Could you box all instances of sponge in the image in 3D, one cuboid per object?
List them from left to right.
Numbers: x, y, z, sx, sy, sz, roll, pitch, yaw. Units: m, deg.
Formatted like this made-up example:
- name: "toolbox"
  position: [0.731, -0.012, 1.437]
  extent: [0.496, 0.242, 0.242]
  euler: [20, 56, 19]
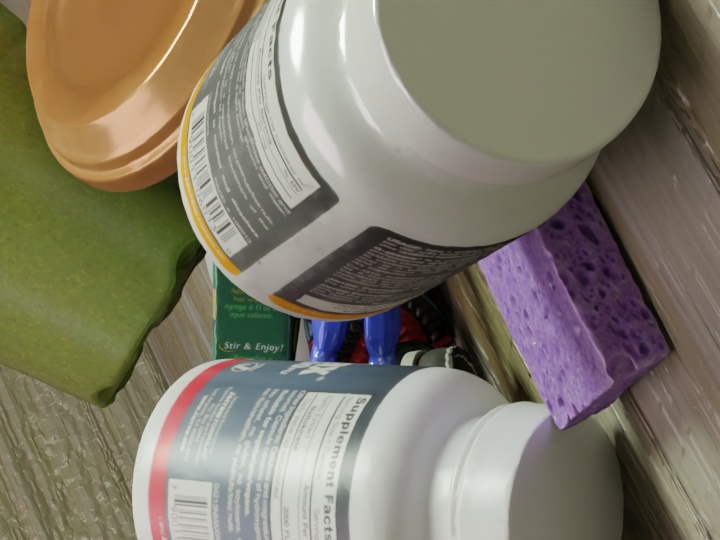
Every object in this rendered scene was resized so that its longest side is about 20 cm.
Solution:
- name: "sponge"
  position: [0.056, -0.039, 0.922]
  extent: [0.112, 0.030, 0.201]
  euler: [107, 139, -75]

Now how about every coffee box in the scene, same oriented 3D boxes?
- name: "coffee box"
  position: [-0.050, -0.043, 1.189]
  extent: [0.123, 0.044, 0.201]
  euler: [-85, -2, -57]

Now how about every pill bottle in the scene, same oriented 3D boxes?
- name: "pill bottle"
  position: [0.009, 0.101, 1.029]
  extent: [0.199, 0.120, 0.120]
  euler: [1, 121, 38]
- name: "pill bottle"
  position: [0.016, -0.056, 0.782]
  extent: [0.117, 0.116, 0.200]
  euler: [66, 157, 3]

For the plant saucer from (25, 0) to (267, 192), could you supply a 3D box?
- name: "plant saucer"
  position: [-0.101, -0.137, 1.119]
  extent: [0.037, 0.201, 0.200]
  euler: [21, -158, -36]

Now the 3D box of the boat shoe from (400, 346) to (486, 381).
- name: "boat shoe"
  position: [0.079, 0.124, 1.106]
  extent: [0.072, 0.060, 0.202]
  euler: [-9, -104, -62]

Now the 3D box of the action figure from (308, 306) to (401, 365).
- name: "action figure"
  position: [0.000, 0.000, 1.155]
  extent: [0.099, 0.065, 0.201]
  euler: [-85, 1, -73]

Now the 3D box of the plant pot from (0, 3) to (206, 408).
- name: "plant pot"
  position: [-0.178, -0.028, 1.248]
  extent: [0.184, 0.201, 0.200]
  euler: [31, 170, -2]

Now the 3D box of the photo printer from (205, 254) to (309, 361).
- name: "photo printer"
  position: [-0.044, 0.033, 1.531]
  extent: [0.167, 0.069, 0.201]
  euler: [88, 156, -66]

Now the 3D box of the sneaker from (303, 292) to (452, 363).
- name: "sneaker"
  position: [-0.007, 0.025, 1.280]
  extent: [0.200, 0.079, 0.096]
  euler: [100, 148, -73]

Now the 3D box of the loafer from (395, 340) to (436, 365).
- name: "loafer"
  position: [0.034, 0.111, 1.256]
  extent: [0.070, 0.068, 0.201]
  euler: [24, 148, 36]
